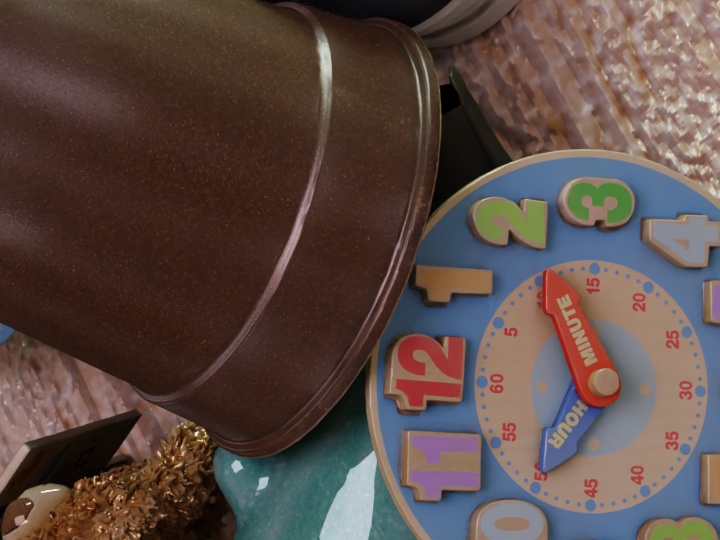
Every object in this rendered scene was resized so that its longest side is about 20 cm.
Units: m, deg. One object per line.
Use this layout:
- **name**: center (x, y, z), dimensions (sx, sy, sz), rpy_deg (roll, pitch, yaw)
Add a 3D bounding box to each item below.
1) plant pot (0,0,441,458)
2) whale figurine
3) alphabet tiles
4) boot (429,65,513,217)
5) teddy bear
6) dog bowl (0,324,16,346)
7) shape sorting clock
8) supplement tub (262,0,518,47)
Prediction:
- **plant pot**: center (-0.101, -0.047, 1.150), dimensions (0.200, 0.198, 0.201), rpy_deg (-42, 36, 42)
- **whale figurine**: center (0.011, 0.102, 1.194), dimensions (0.159, 0.104, 0.201), rpy_deg (13, 109, 2)
- **alphabet tiles**: center (-0.176, 0.139, 1.310), dimensions (0.006, 0.200, 0.167), rpy_deg (39, 104, 11)
- **boot**: center (0.000, 0.000, 1.244), dimensions (0.200, 0.139, 0.078), rpy_deg (-28, 23, 17)
- **teddy bear**: center (-0.122, 0.121, 1.277), dimensions (0.145, 0.200, 0.067), rpy_deg (-28, 90, 26)
- **dog bowl**: center (-0.153, -0.050, 1.283), dimensions (0.111, 0.050, 0.200), rpy_deg (-16, 45, 64)
- **shape sorting clock**: center (0.098, 0.049, 1.156), dimensions (0.039, 0.199, 0.201), rpy_deg (162, 115, -76)
- **supplement tub**: center (-0.013, -0.183, 1.251), dimensions (0.140, 0.200, 0.141), rpy_deg (-7, 78, 33)
